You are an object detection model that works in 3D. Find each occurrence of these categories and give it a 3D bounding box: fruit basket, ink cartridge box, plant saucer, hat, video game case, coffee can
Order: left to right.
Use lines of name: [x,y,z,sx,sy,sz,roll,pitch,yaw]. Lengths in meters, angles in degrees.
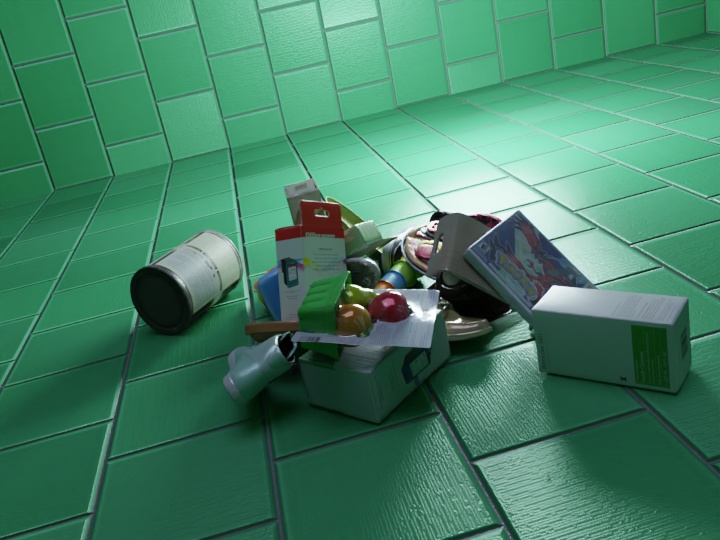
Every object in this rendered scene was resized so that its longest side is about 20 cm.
coffee can: [-0.355,0.020,1.594,0.144,0.148,0.200,-1,24,27]
plant saucer: [-0.096,0.104,1.302,0.197,0.033,0.200,-1,-6,0]
ink cartridge box: [-0.084,-0.014,1.337,0.067,0.203,0.115,-7,-4,37]
ink cartridge box: [-0.021,-0.042,1.488,0.145,0.048,0.200,-31,-3,23]
plant saucer: [-0.007,-0.082,1.661,0.031,0.199,0.200,-49,18,11]
fruit basket: [0.012,0.072,1.137,0.197,0.095,0.186,6,24,7]
ink cartridge box: [0.025,0.133,1.185,0.144,0.089,0.199,6,26,40]
hat: [0.188,0.021,1.350,0.198,0.082,0.201,-14,29,8]
video game case: [0.284,0.005,1.265,0.182,0.200,0.023,-34,-14,-44]

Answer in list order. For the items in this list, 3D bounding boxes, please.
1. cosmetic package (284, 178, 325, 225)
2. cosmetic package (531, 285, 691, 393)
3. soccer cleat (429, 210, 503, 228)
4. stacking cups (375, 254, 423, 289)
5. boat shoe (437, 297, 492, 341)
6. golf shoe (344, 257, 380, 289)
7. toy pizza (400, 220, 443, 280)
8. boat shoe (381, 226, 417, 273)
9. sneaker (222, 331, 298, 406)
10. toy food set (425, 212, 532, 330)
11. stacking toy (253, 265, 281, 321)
cosmetic package: [-0.101,-0.081,1.633,0.070,0.203,0.105,-16,22,-4]
cosmetic package: [0.350,0.092,1.080,0.198,0.109,0.085,3,26,38]
soccer cleat: [0.244,-0.089,1.651,0.198,0.071,0.086,16,0,30]
stacking cups: [0.054,0.033,1.471,0.060,0.061,0.200,4,30,36]
boat shoe: [0.123,0.079,1.272,0.198,0.066,0.072,1,4,37]
golf shoe: [0.000,0.000,1.437,0.097,0.079,0.200,-40,6,-24]
toy pizza: [0.178,-0.043,1.516,0.197,0.032,0.201,6,36,-4]
boat shoe: [0.106,-0.046,1.629,0.065,0.071,0.200,-3,15,26]
sneaker: [-0.146,0.141,1.208,0.117,0.074,0.200,-35,9,0]
toy food set: [0.209,0.002,1.282,0.198,0.061,0.145,28,45,-9]
stacking toy: [-0.170,0.037,1.539,0.115,0.111,0.199,-34,17,-23]
